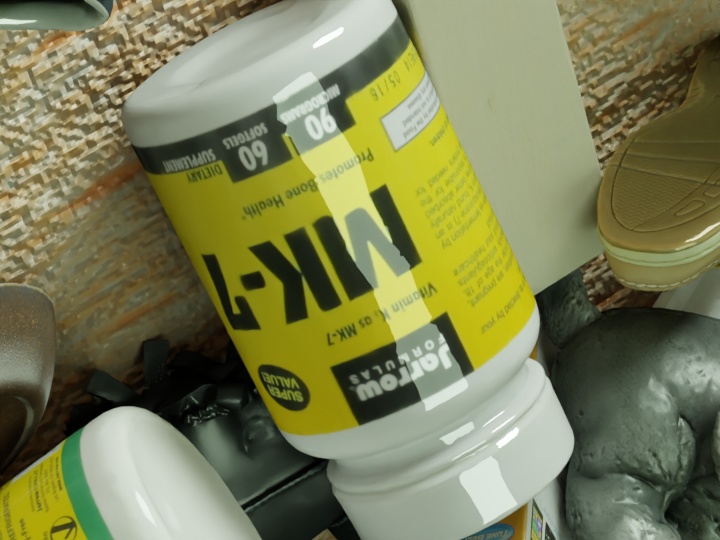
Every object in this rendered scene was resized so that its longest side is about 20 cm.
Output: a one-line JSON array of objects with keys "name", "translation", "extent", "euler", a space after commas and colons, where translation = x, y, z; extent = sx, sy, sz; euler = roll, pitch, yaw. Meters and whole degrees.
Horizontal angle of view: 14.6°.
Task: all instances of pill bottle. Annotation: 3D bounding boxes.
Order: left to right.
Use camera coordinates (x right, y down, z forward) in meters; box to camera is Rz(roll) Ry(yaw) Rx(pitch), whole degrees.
[{"name": "pill bottle", "translation": [-0.136, 0.151, 1.074], "extent": [0.200, 0.113, 0.113], "euler": [-35, 132, 12]}, {"name": "pill bottle", "translation": [0.000, 0.000, 1.081], "extent": [0.114, 0.114, 0.201], "euler": [-31, 106, -16]}]

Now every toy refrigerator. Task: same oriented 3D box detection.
[{"name": "toy refrigerator", "translation": [0.041, -0.089, 1.127], "extent": [0.070, 0.076, 0.201], "euler": [-31, 128, -16]}]

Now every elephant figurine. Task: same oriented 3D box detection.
[{"name": "elephant figurine", "translation": [0.189, 0.070, 1.163], "extent": [0.199, 0.142, 0.155], "euler": [-14, 134, 17]}]

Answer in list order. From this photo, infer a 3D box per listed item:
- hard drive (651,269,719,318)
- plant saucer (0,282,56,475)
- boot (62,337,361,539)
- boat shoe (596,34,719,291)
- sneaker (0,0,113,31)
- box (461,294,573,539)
[{"name": "hard drive", "translation": [0.223, 0.059, 1.273], "extent": [0.200, 0.025, 0.132], "euler": [36, 73, -6]}, {"name": "plant saucer", "translation": [-0.188, 0.079, 1.021], "extent": [0.200, 0.032, 0.200], "euler": [-34, 165, -10]}, {"name": "boot", "translation": [-0.031, 0.107, 1.189], "extent": [0.162, 0.073, 0.199], "euler": [-28, 120, -21]}, {"name": "boat shoe", "translation": [0.154, -0.035, 1.184], "extent": [0.200, 0.074, 0.067], "euler": [-46, 139, -51]}, {"name": "sneaker", "translation": [-0.170, -0.108, 0.961], "extent": [0.199, 0.071, 0.073], "euler": [-9, 160, -30]}, {"name": "box", "translation": [0.076, 0.104, 1.192], "extent": [0.041, 0.201, 0.119], "euler": [-11, 132, 20]}]
